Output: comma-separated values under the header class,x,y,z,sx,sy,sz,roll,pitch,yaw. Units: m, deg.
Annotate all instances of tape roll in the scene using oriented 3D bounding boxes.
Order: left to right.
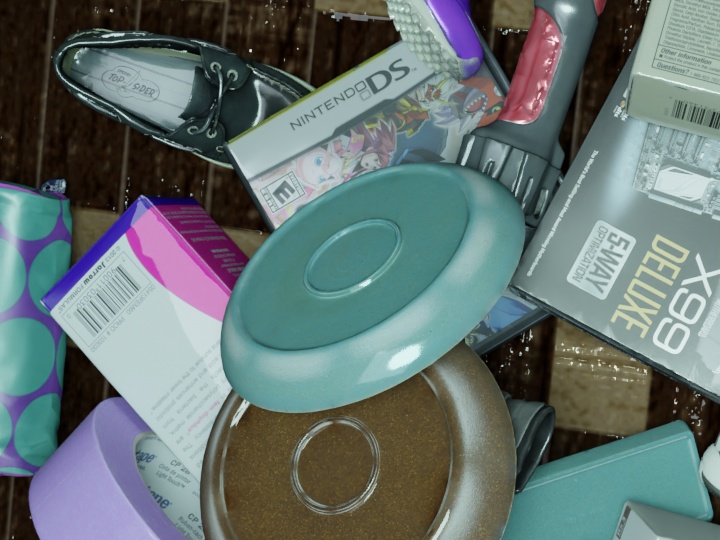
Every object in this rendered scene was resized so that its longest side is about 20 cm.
class,x,y,z,sx,sy,sz,roll,pitch,yaw
tape roll,-0.111,0.173,1.190,0.200,0.200,0.066,46,103,8

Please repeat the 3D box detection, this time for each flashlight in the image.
class,x,y,z,sx,sy,sz,roll,pitch,yaw
flashlight,0.107,-0.134,1.174,0.067,0.068,0.201,18,85,38

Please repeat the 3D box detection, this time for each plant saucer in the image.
class,x,y,z,sx,sy,sz,roll,pitch,yaw
plant saucer,-0.009,0.113,1.080,0.199,0.032,0.202,-9,68,21
plant saucer,0.000,0.000,1.102,0.199,0.201,0.028,-23,122,14
plant saucer,0.131,0.149,1.158,0.199,0.019,0.070,-14,89,-26

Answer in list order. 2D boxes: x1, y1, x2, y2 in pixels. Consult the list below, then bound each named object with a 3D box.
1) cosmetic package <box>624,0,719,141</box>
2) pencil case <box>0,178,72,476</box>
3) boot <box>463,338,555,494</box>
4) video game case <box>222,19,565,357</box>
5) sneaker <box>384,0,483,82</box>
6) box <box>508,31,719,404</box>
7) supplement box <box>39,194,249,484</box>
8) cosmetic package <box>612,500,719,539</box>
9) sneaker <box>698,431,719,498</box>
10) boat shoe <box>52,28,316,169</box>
class,x,y,z,sx,sy,sz,roll,pitch,yaw
cosmetic package,0.230,-0.181,1.119,0.103,0.073,0.201,17,76,9
pencil case,-0.241,0.038,1.276,0.092,0.085,0.202,10,97,52
boot,0.063,0.064,1.122,0.131,0.070,0.201,21,80,30
video game case,0.038,-0.038,1.207,0.180,0.026,0.201,-30,86,-3
sneaker,0.047,-0.219,1.188,0.099,0.070,0.201,-25,73,-3
box,0.205,-0.038,1.160,0.157,0.050,0.201,29,87,11
supplement box,-0.093,0.057,1.231,0.101,0.103,0.200,-44,81,11
cosmetic package,0.240,0.221,1.134,0.198,0.081,0.114,14,97,-10
sneaker,0.314,0.114,1.148,0.199,0.076,0.116,21,94,13
boat shoe,-0.112,-0.115,1.245,0.198,0.066,0.075,23,95,10
